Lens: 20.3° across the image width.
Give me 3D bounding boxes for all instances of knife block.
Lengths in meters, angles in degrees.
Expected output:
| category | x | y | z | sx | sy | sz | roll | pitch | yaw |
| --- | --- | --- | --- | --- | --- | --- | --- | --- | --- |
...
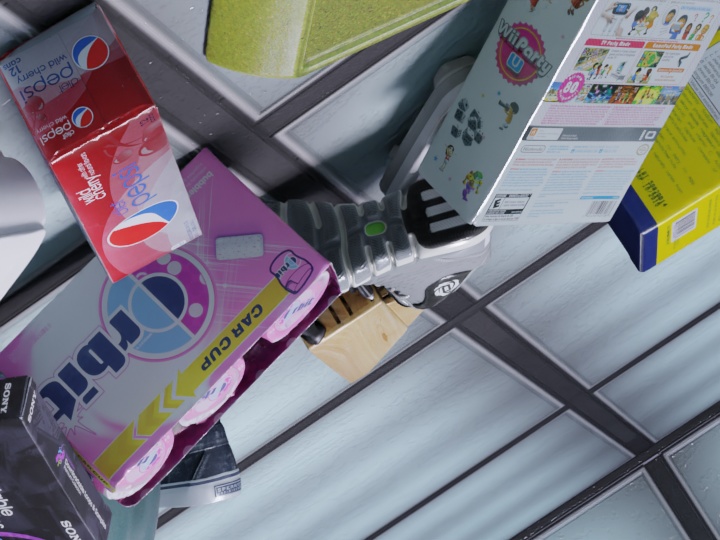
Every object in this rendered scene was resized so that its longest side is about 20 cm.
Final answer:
| category | x | y | z | sx | sy | sz | roll | pitch | yaw |
| --- | --- | --- | --- | --- | --- | --- | --- | --- | --- |
| knife block | -0.031 | 0.030 | 1.546 | 0.175 | 0.064 | 0.200 | -17 | 157 | -39 |

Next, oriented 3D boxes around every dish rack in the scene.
| category | x | y | z | sx | sy | sz | roll | pitch | yaw |
| --- | --- | --- | --- | --- | --- | --- | --- | --- | --- |
| dish rack | 0.104 | -0.116 | 1.417 | 0.199 | 0.044 | 0.172 | -22 | 159 | -30 |

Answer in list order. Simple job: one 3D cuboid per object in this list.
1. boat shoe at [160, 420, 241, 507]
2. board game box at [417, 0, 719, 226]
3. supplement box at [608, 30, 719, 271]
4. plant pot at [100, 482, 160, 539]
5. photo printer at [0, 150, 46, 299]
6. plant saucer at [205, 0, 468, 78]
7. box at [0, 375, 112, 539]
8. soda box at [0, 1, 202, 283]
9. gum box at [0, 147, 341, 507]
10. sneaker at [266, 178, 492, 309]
| category | x | y | z | sx | sy | sz | roll | pitch | yaw |
| --- | --- | --- | --- | --- | --- | --- | --- | --- | --- |
| boat shoe | -0.176 | 0.145 | 1.615 | 0.199 | 0.092 | 0.071 | -11 | 179 | 40 |
| board game box | 0.145 | -0.128 | 1.305 | 0.147 | 0.064 | 0.201 | -3 | 130 | -47 |
| supplement box | 0.278 | -0.107 | 1.598 | 0.199 | 0.109 | 0.110 | -31 | 162 | -2 |
| plant pot | -0.249 | 0.166 | 1.375 | 0.134 | 0.201 | 0.200 | 23 | 128 | -36 |
| photo printer | -0.283 | 0.011 | 1.052 | 0.199 | 0.070 | 0.166 | -11 | 153 | -49 |
| plant saucer | 0.019 | -0.182 | 1.082 | 0.199 | 0.048 | 0.200 | -26 | 161 | -18 |
| box | -0.263 | 0.126 | 1.184 | 0.198 | 0.036 | 0.143 | -8 | 139 | 12 |
| soda box | -0.139 | -0.063 | 1.095 | 0.063 | 0.070 | 0.200 | -29 | 163 | -6 |
| gum box | -0.122 | 0.038 | 1.247 | 0.200 | 0.113 | 0.066 | -46 | 164 | -7 |
| sneaker | 0.000 | 0.000 | 1.399 | 0.198 | 0.076 | 0.116 | -9 | 153 | 5 |
